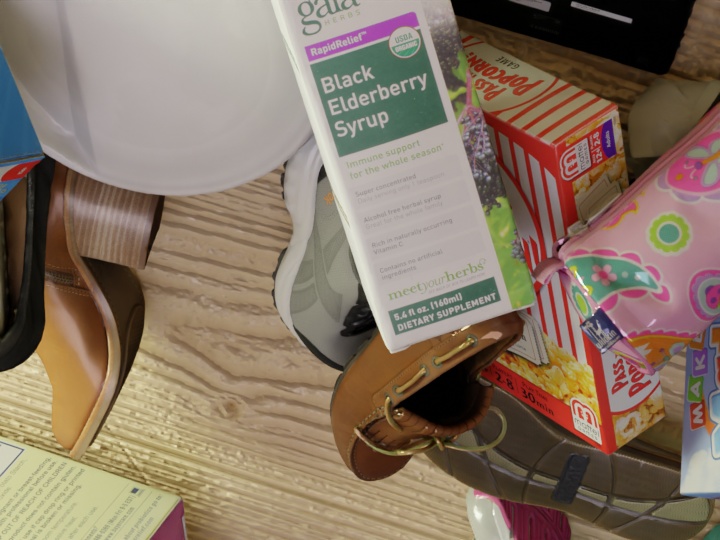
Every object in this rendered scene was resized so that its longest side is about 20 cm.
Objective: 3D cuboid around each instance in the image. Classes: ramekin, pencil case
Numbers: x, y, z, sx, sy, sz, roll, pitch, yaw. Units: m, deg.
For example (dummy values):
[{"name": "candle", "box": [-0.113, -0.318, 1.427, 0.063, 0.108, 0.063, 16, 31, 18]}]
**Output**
[{"name": "ramekin", "box": [-0.102, -0.145, 1.415, 0.201, 0.094, 0.203, 7, 129, 9]}, {"name": "pencil case", "box": [0.180, -0.039, 1.329, 0.200, 0.087, 0.087, -43, 111, 2]}]

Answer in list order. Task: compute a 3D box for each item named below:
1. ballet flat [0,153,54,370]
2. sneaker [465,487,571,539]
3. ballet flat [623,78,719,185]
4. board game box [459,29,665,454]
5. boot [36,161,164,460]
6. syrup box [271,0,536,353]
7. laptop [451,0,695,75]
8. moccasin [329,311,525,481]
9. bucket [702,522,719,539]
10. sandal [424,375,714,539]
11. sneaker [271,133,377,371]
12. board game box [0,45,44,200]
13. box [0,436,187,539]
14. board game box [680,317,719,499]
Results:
[{"name": "ballet flat", "box": [-0.199, -0.044, 1.473, 0.068, 0.068, 0.201, -4, 94, 7]}, {"name": "sneaker", "box": [0.086, 0.205, 1.649, 0.088, 0.082, 0.201, -5, 125, 17]}, {"name": "ballet flat", "box": [0.158, -0.054, 1.437, 0.068, 0.068, 0.200, 40, 128, -2]}, {"name": "board game box", "box": [0.084, -0.020, 1.442, 0.151, 0.046, 0.201, 31, 144, 45]}, {"name": "boot", "box": [-0.202, 0.010, 1.575, 0.154, 0.077, 0.201, 14, 127, 2]}, {"name": "syrup box", "box": [0.017, -0.073, 1.324, 0.078, 0.082, 0.201, -18, 113, -2]}, {"name": "laptop", "box": [0.098, -0.208, 1.366, 0.176, 0.104, 0.200, 17, 156, 3]}, {"name": "moccasin", "box": [0.040, 0.063, 1.476, 0.078, 0.073, 0.202, 58, 143, 19]}, {"name": "bucket", "box": [0.268, 0.239, 1.591, 0.206, 0.135, 0.208, 8, 129, 10]}, {"name": "sandal", "box": [0.111, 0.096, 1.573, 0.199, 0.054, 0.081, 22, 129, -4]}, {"name": "sneaker", "box": [0.000, 0.000, 1.484, 0.079, 0.074, 0.201, 50, 159, 29]}, {"name": "board game box", "box": [-0.262, -0.101, 1.422, 0.196, 0.056, 0.201, -39, 70, 49]}, {"name": "box", "box": [-0.208, 0.205, 1.689, 0.199, 0.097, 0.177, 17, 133, 24]}, {"name": "board game box", "box": [0.235, 0.039, 1.383, 0.036, 0.152, 0.200, 7, 171, -27]}]
